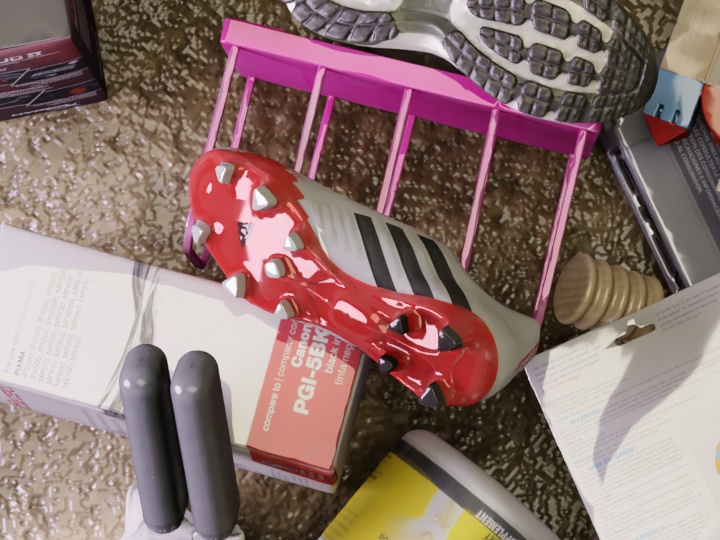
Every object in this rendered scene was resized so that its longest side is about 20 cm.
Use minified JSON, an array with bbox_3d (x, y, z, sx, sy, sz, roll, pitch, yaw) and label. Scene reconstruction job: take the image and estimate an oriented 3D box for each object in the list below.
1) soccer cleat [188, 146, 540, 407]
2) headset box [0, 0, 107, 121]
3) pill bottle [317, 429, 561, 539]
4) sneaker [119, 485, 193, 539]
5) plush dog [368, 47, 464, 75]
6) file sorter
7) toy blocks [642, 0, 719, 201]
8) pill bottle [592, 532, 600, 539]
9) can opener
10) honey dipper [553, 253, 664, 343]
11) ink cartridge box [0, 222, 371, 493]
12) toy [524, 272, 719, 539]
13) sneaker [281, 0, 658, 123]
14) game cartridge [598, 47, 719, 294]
[{"bbox_3d":[0.000,0.000,1.467,0.200,0.085,0.069,33,118,25],"label":"soccer cleat"},{"bbox_3d":[-0.189,-0.170,1.552,0.075,0.200,0.150,-11,82,0],"label":"headset box"},{"bbox_3d":[0.009,0.191,1.550,0.112,0.112,0.200,39,85,5],"label":"pill bottle"},{"bbox_3d":[-0.157,0.204,1.577,0.088,0.075,0.200,38,75,10],"label":"sneaker"},{"bbox_3d":[0.062,-0.178,1.590,0.199,0.161,0.173,24,111,6],"label":"plush dog"},{"bbox_3d":[0.015,-0.041,1.566,0.199,0.139,0.126,14,87,3],"label":"file sorter"},{"bbox_3d":[0.230,-0.084,1.549,0.199,0.100,0.137,21,88,11],"label":"toy blocks"},{"bbox_3d":[0.165,0.174,1.549,0.111,0.111,0.201,33,85,5],"label":"pill bottle"},{"bbox_3d":[-0.086,0.122,1.474,0.052,0.201,0.067,6,42,10],"label":"can opener"},{"bbox_3d":[0.193,0.036,1.531,0.199,0.038,0.038,17,83,-22],"label":"honey dipper"},{"bbox_3d":[-0.098,0.048,1.551,0.199,0.147,0.083,15,82,2],"label":"ink cartridge box"},{"bbox_3d":[0.174,0.116,1.479,0.115,0.047,0.201,-24,76,2],"label":"toy"},{"bbox_3d":[0.062,-0.133,1.502,0.199,0.089,0.077,23,103,14],"label":"sneaker"},{"bbox_3d":[0.219,-0.035,1.601,0.132,0.041,0.201,-23,84,-8],"label":"game cartridge"}]
